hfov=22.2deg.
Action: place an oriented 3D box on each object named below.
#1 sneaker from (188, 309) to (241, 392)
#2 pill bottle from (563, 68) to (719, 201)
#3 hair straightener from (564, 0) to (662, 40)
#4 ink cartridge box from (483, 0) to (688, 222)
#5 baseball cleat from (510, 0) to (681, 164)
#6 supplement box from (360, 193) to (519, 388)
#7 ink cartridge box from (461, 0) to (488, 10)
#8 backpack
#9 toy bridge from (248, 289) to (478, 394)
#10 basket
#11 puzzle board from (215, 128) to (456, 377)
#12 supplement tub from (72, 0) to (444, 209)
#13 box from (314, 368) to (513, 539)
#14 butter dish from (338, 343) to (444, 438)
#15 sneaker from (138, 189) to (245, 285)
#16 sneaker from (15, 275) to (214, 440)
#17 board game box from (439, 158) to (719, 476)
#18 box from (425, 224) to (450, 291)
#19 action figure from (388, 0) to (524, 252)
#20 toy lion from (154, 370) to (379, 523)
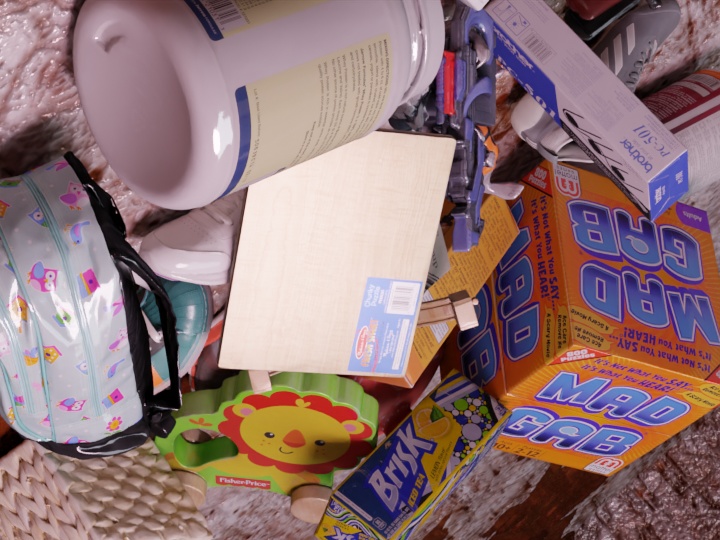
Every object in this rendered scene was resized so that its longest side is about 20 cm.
[{"bbox_3d":[-0.083,0.064,1.585,0.077,0.082,0.200,-19,151,-44],"label":"sneaker"},{"bbox_3d":[0.304,-0.122,1.849,0.199,0.110,0.110,-27,156,-31],"label":"pill bottle"},{"bbox_3d":[0.255,-0.264,1.588,0.200,0.041,0.077,-40,160,-14],"label":"hair straightener"},{"bbox_3d":[0.180,-0.136,1.470,0.044,0.200,0.094,-39,159,-4],"label":"ink cartridge box"},{"bbox_3d":[0.230,-0.162,1.640,0.200,0.106,0.070,-38,155,-12],"label":"baseball cleat"},{"bbox_3d":[0.063,0.009,1.641,0.200,0.066,0.069,-54,131,-27],"label":"supplement box"},{"bbox_3d":[0.107,-0.290,1.269,0.200,0.050,0.162,-52,158,5],"label":"ink cartridge box"},{"bbox_3d":[-0.201,0.023,1.200,0.126,0.167,0.200,-28,151,-18],"label":"backpack"},{"bbox_3d":[0.002,0.054,1.518,0.199,0.027,0.067,-17,-167,-2],"label":"toy bridge"},{"bbox_3d":[-0.236,0.216,1.543,0.123,0.136,0.200,-42,161,15],"label":"basket"},{"bbox_3d":[-0.020,-0.014,1.366,0.150,0.017,0.201,4,115,-17],"label":"puzzle board"},{"bbox_3d":[-0.060,-0.134,1.131,0.199,0.145,0.145,-25,155,-35],"label":"supplement tub"},{"bbox_3d":[0.047,0.176,1.609,0.200,0.070,0.064,-42,161,-41],"label":"box"},{"bbox_3d":[0.004,0.103,1.727,0.200,0.148,0.200,-50,158,27],"label":"butter dish"},{"bbox_3d":[-0.085,-0.052,1.394,0.199,0.075,0.100,-21,129,-36],"label":"sneaker"},{"bbox_3d":[-0.193,0.073,1.418,0.200,0.072,0.080,-46,161,27],"label":"sneaker"},{"bbox_3d":[0.208,0.050,1.745,0.199,0.201,0.200,16,143,-29],"label":"board game box"},{"bbox_3d":[0.000,0.000,1.505,0.068,0.083,0.200,-8,-163,29],"label":"box"},{"bbox_3d":[0.064,-0.107,1.438,0.104,0.201,0.193,-1,168,27],"label":"action figure"},{"bbox_3d":[-0.084,0.144,1.617,0.199,0.069,0.192,5,143,2],"label":"toy lion"}]
